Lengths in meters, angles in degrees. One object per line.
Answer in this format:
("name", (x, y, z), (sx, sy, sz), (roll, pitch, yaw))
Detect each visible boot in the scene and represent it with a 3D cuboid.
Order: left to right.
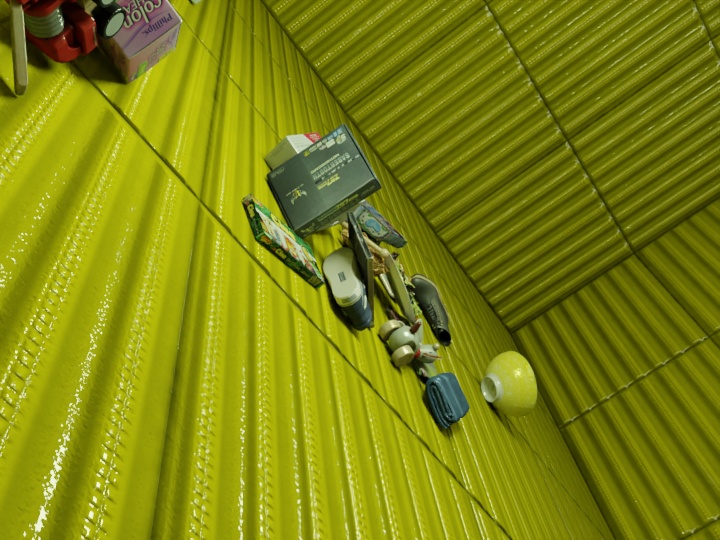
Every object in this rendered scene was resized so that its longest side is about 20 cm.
("boot", (-0.024, 0.036, 1.563), (0.201, 0.072, 0.091), (-100, 166, -59))
("boot", (0.210, 0.114, 2.276), (0.200, 0.077, 0.139), (49, 18, -26))

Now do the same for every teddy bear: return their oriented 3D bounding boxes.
("teddy bear", (0.001, -0.045, 1.902), (0.201, 0.066, 0.145), (58, 0, 40))

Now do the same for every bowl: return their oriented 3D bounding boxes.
("bowl", (0.434, 0.353, 2.375), (0.107, 0.201, 0.201), (-6, 52, -28))

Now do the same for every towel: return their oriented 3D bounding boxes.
("towel", (0.130, 0.186, 1.862), (0.144, 0.023, 0.201), (39, 21, -58))
("towel", (0.191, 0.287, 1.746), (0.113, 0.048, 0.200), (67, 15, 10))

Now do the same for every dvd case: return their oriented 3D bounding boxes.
("dvd case", (0.000, 0.000, 1.615), (0.201, 0.016, 0.149), (87, -14, -44))

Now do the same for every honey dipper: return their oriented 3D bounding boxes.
("honey dipper", (-0.015, -0.093, 1.819), (0.199, 0.038, 0.038), (35, 9, 9))

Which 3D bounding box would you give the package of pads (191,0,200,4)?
("package of pads", (-0.472, -0.803, 2.007), (0.200, 0.068, 0.155), (48, 14, -36))

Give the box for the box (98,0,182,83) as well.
("box", (-0.359, -0.393, 1.117), (0.201, 0.097, 0.176), (53, -12, -13))

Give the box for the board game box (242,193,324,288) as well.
("board game box", (-0.138, -0.051, 1.418), (0.200, 0.023, 0.105), (42, 16, -50))

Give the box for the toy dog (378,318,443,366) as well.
("toy dog", (0.124, 0.151, 1.700), (0.132, 0.096, 0.200), (54, 19, 10))

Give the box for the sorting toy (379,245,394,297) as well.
("sorting toy", (0.074, -0.005, 2.122), (0.201, 0.036, 0.185), (59, 12, 14))

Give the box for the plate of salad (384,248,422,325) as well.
("plate of salad", (0.103, 0.038, 1.891), (0.200, 0.048, 0.202), (159, -90, -86))

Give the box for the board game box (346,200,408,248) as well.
("board game box", (0.013, -0.136, 2.092), (0.200, 0.062, 0.200), (45, 11, 22))

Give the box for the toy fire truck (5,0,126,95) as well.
("toy fire truck", (-0.367, -0.295, 0.914), (0.128, 0.201, 0.176), (38, -23, 0))

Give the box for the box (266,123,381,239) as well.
("box", (-0.076, -0.181, 1.583), (0.159, 0.199, 0.051), (62, 9, 28))

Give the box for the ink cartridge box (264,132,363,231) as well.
("ink cartridge box", (-0.098, -0.200, 1.736), (0.201, 0.083, 0.145), (55, 28, 6))
